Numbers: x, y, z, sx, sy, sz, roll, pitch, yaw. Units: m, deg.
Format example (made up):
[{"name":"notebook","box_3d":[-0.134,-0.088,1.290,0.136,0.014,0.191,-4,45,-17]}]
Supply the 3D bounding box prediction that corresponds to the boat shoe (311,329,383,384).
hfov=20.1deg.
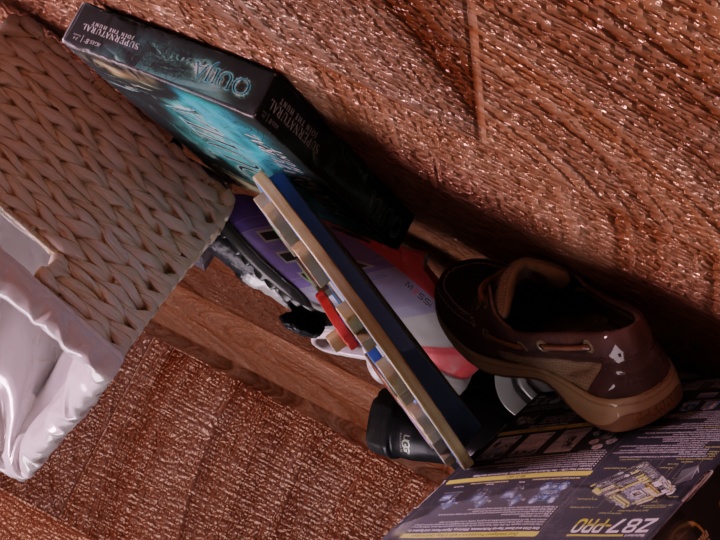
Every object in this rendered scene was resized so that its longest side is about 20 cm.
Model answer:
[{"name":"boat shoe","box_3d":[0.034,0.057,1.514,0.073,0.066,0.200,33,171,-31]}]

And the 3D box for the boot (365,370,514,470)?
[{"name":"boot","box_3d":[0.129,0.105,1.325,0.199,0.066,0.165,15,-149,32]}]

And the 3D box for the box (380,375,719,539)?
[{"name":"box","box_3d":[0.129,0.116,1.079,0.199,0.161,0.049,-10,111,48]}]

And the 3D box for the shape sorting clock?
[{"name":"shape sorting clock","box_3d":[-0.001,0.029,1.126,0.200,0.039,0.200,52,-179,-1]}]

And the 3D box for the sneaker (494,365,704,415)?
[{"name":"sneaker","box_3d":[0.175,0.081,1.237,0.199,0.077,0.081,29,-170,-2]}]

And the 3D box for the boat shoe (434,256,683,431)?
[{"name":"boat shoe","box_3d":[0.100,0.021,1.124,0.200,0.072,0.072,35,151,57]}]

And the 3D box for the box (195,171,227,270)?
[{"name":"box","box_3d":[-0.192,-0.076,1.501,0.199,0.049,0.158,28,173,3]}]

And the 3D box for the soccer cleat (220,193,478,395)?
[{"name":"soccer cleat","box_3d":[0.000,0.000,1.285,0.199,0.073,0.068,34,-164,-9]}]

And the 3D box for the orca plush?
[{"name":"orca plush","box_3d":[-0.044,-0.029,1.351,0.200,0.071,0.105,38,-144,-5]}]

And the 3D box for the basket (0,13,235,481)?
[{"name":"basket","box_3d":[-0.214,-0.012,1.252,0.198,0.161,0.200,41,144,-4]}]

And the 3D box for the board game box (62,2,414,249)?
[{"name":"board game box","box_3d":[-0.064,-0.077,1.137,0.135,0.028,0.200,23,170,30]}]
